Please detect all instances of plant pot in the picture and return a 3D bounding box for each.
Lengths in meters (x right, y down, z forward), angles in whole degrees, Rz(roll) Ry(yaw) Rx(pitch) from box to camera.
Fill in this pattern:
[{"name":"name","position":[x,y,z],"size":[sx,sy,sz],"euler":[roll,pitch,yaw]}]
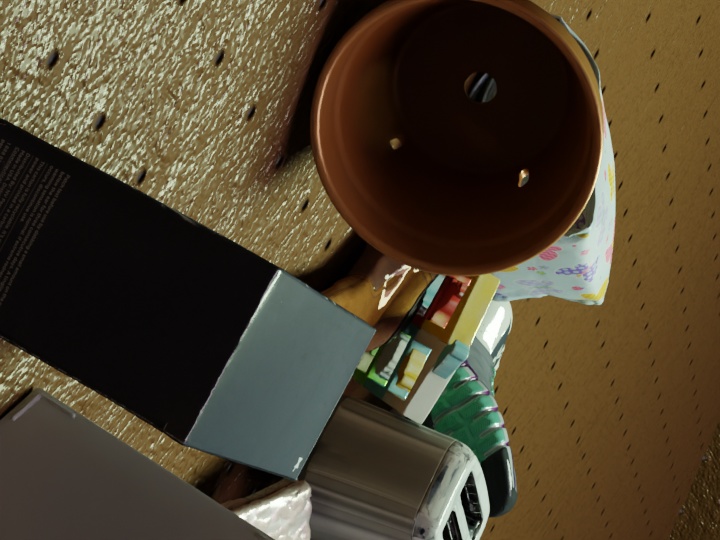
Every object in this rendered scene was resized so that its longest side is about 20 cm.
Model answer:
[{"name":"plant pot","position":[0.075,-0.113,1.541],"size":[0.140,0.200,0.201],"euler":[-62,174,-68]}]

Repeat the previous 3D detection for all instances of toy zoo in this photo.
[{"name":"toy zoo","position":[0.054,0.051,1.786],"size":[0.131,0.020,0.200],"euler":[-61,-163,-1]}]

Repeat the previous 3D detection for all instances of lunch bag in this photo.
[{"name":"lunch bag","position":[0.152,-0.091,1.850],"size":[0.170,0.127,0.201],"euler":[65,30,-67]}]

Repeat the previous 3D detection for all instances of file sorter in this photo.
[{"name":"file sorter","position":[-0.161,0.197,1.315],"size":[0.139,0.200,0.125],"euler":[-45,158,-41]}]

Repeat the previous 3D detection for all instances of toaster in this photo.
[{"name":"toaster","position":[0.025,0.182,1.767],"size":[0.114,0.129,0.200],"euler":[-63,158,-26]}]

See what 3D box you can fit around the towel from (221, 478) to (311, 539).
[{"name":"towel","position":[-0.117,0.269,1.678],"size":[0.191,0.032,0.201],"euler":[-19,122,-41]}]

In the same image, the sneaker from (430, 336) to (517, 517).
[{"name":"sneaker","position":[0.101,0.111,1.903],"size":[0.074,0.201,0.087],"euler":[-29,168,39]}]

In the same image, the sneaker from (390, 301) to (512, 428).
[{"name":"sneaker","position":[0.092,0.116,1.980],"size":[0.199,0.079,0.130],"euler":[-53,-154,-2]}]

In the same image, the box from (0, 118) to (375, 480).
[{"name":"box","position":[-0.112,0.021,1.211],"size":[0.104,0.182,0.200],"euler":[-61,162,-2]}]

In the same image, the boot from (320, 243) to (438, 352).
[{"name":"boot","position":[0.000,0.000,1.692],"size":[0.188,0.068,0.200],"euler":[-56,164,28]}]
